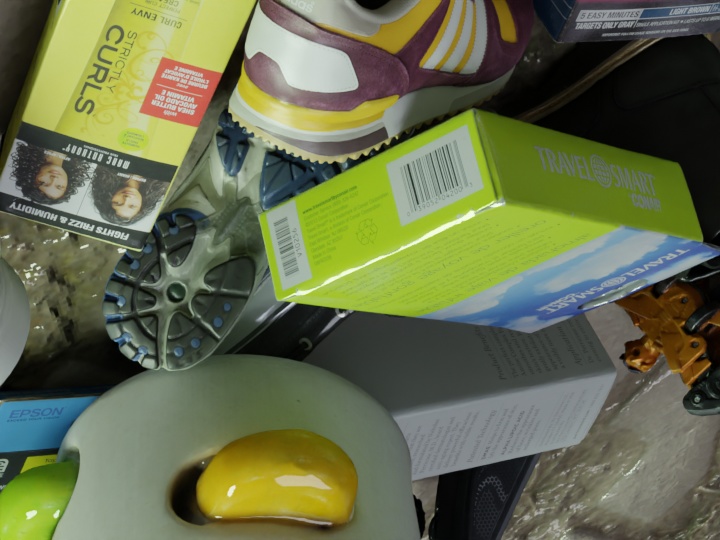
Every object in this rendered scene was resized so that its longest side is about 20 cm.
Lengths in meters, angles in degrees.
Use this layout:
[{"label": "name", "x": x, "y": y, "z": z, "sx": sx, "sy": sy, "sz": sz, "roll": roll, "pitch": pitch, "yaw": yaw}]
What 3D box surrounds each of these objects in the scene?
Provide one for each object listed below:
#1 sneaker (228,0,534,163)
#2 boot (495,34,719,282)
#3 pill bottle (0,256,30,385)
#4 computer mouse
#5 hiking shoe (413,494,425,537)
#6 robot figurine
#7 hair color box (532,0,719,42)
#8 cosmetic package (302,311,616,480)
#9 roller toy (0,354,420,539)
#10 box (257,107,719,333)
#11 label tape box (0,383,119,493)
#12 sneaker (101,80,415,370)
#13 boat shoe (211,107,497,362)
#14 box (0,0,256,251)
[{"label": "sneaker", "x": 0.025, "y": -0.114, "z": 0.758, "sx": 0.200, "sy": 0.075, "sz": 0.090, "roll": -39, "pitch": 154, "yaw": -52}, {"label": "boot", "x": 0.118, "y": -0.026, "z": 0.933, "sx": 0.077, "sy": 0.139, "sz": 0.200, "roll": 12, "pitch": 132, "yaw": -45}, {"label": "pill bottle", "x": -0.213, "y": -0.016, "z": 0.734, "sx": 0.110, "sy": 0.111, "sz": 0.200, "roll": -29, "pitch": 146, "yaw": 4}, {"label": "computer mouse", "x": 0.068, "y": 0.136, "z": 1.131, "sx": 0.201, "sy": 0.052, "sz": 0.139, "roll": -64, "pitch": 179, "yaw": -18}, {"label": "hiking shoe", "x": -0.048, "y": 0.185, "z": 1.138, "sx": 0.199, "sy": 0.087, "sz": 0.074, "roll": -6, "pitch": 167, "yaw": -25}, {"label": "robot figurine", "x": 0.228, "y": -0.009, "z": 1.041, "sx": 0.200, "sy": 0.145, "sz": 0.058, "roll": -43, "pitch": 147, "yaw": 11}, {"label": "hair color box", "x": 0.146, "y": -0.193, "z": 0.795, "sx": 0.099, "sy": 0.061, "sz": 0.201, "roll": -8, "pitch": 142, "yaw": -28}, {"label": "cosmetic package", "x": 0.031, "y": 0.056, "z": 1.020, "sx": 0.199, "sy": 0.102, "sz": 0.074, "roll": -9, "pitch": 142, "yaw": -24}, {"label": "roller toy", "x": -0.058, "y": 0.144, "z": 0.886, "sx": 0.199, "sy": 0.140, "sz": 0.182, "roll": -27, "pitch": 134, "yaw": 23}, {"label": "box", "x": 0.064, "y": -0.016, "z": 0.823, "sx": 0.122, "sy": 0.048, "sz": 0.199, "roll": -24, "pitch": 161, "yaw": 33}, {"label": "label tape box", "x": -0.162, "y": 0.106, "z": 0.984, "sx": 0.143, "sy": 0.063, "sz": 0.200, "roll": -2, "pitch": 137, "yaw": -34}, {"label": "sneaker", "x": -0.046, "y": -0.043, "z": 0.863, "sx": 0.200, "sy": 0.077, "sz": 0.085, "roll": -46, "pitch": -178, "yaw": 1}, {"label": "boat shoe", "x": 0.000, "y": 0.000, "z": 0.915, "sx": 0.200, "sy": 0.070, "sz": 0.066, "roll": -38, "pitch": 108, "yaw": -1}, {"label": "box", "x": -0.089, "y": -0.099, "z": 0.748, "sx": 0.075, "sy": 0.050, "sz": 0.200, "roll": 17, "pitch": 132, "yaw": -17}]
